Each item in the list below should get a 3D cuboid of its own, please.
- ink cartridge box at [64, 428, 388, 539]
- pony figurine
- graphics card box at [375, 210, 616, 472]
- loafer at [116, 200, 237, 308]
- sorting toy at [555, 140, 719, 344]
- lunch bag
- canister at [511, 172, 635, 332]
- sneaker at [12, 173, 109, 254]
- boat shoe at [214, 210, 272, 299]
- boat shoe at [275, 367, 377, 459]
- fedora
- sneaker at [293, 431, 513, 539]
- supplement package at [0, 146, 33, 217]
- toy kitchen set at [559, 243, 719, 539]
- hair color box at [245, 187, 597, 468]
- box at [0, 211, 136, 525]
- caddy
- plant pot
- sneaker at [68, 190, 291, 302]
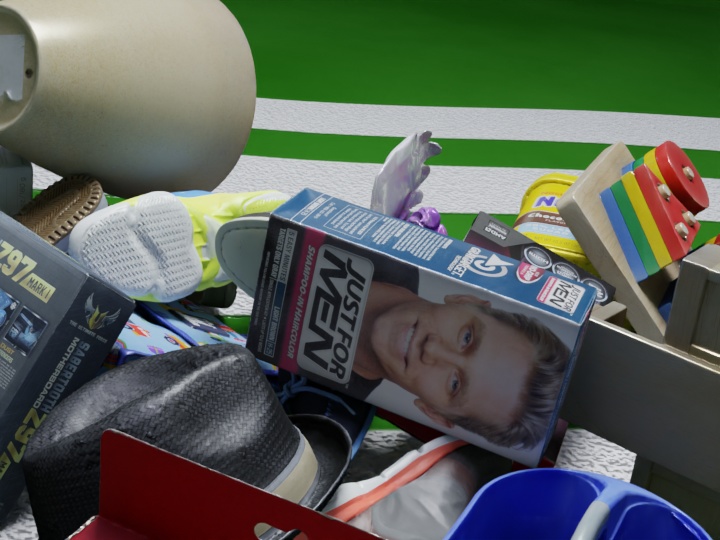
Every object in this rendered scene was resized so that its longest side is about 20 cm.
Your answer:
[{"bbox_3d":[-0.049,0.181,0.454,0.197,0.178,0.084,16,24,21],"label":"ink cartridge box"},{"bbox_3d":[0.023,-0.003,0.983,0.199,0.168,0.192,35,39,20],"label":"pony figurine"},{"bbox_3d":[0.102,0.055,0.855,0.124,0.051,0.201,30,42,4],"label":"graphics card box"},{"bbox_3d":[-0.171,-0.012,1.015,0.068,0.077,0.199,-11,19,-34],"label":"loafer"},{"bbox_3d":[0.269,-0.016,1.008,0.069,0.200,0.200,-32,3,30],"label":"sorting toy"},{"bbox_3d":[-0.145,0.065,0.842,0.149,0.095,0.199,26,15,35],"label":"lunch bag"},{"bbox_3d":[0.209,-0.016,1.125,0.146,0.088,0.200,14,25,13],"label":"canister"},{"bbox_3d":[-0.261,0.027,0.908,0.199,0.113,0.071,-39,54,-19],"label":"sneaker"},{"bbox_3d":[0.000,0.000,0.804,0.198,0.073,0.061,17,33,12],"label":"boat shoe"},{"bbox_3d":[-0.031,0.082,0.810,0.068,0.085,0.201,33,22,-10],"label":"boat shoe"},{"bbox_3d":[-0.107,0.101,0.642,0.198,0.093,0.201,-19,16,6],"label":"fedora"},{"bbox_3d":[0.032,0.160,0.701,0.198,0.077,0.082,-16,59,-43],"label":"sneaker"},{"bbox_3d":[-0.370,-0.046,0.955,0.197,0.123,0.120,-2,25,-22],"label":"supplement package"},{"bbox_3d":[0.218,0.066,0.781,0.162,0.203,0.180,23,27,31],"label":"toy kitchen set"},{"bbox_3d":[0.034,0.032,0.728,0.197,0.101,0.061,19,25,14],"label":"hair color box"},{"bbox_3d":[-0.250,0.042,0.748,0.199,0.159,0.051,26,-7,38],"label":"box"},{"bbox_3d":[0.109,0.173,0.613,0.140,0.107,0.200,16,24,21],"label":"caddy"},{"bbox_3d":[-0.212,-0.148,0.933,0.185,0.190,0.199,20,11,28],"label":"plant pot"},{"bbox_3d":[-0.141,-0.021,0.878,0.198,0.077,0.104,-5,7,-43],"label":"sneaker"}]
